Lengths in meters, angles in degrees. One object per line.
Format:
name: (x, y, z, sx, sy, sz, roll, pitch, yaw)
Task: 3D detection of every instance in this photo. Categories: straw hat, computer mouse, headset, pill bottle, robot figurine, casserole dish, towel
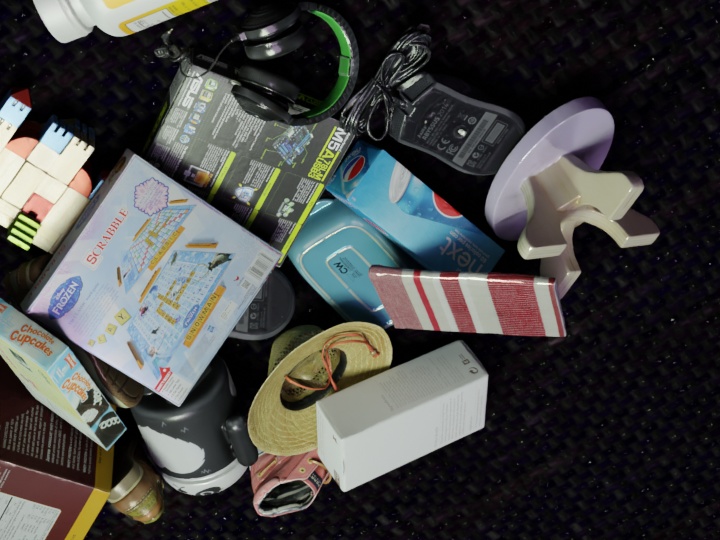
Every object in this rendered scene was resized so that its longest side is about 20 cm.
straw hat: (-0.063, 0.113, 1.736, 0.201, 0.085, 0.201, -24, 140, -22)
computer mouse: (0.088, -0.170, 1.559, 0.200, 0.053, 0.139, 25, 119, -26)
headset: (-0.099, -0.210, 1.487, 0.200, 0.094, 0.124, -1, 104, -32)
pill bottle: (-0.205, -0.288, 1.403, 0.200, 0.113, 0.113, -20, 127, 9)
robot figurine: (-0.200, 0.173, 1.748, 0.125, 0.150, 0.200, -20, 128, -6)
casserole dish: (0.000, 0.000, 1.693, 0.121, 0.039, 0.200, -31, 123, 17)
towel: (0.119, 0.032, 1.621, 0.200, 0.023, 0.144, 3, 156, 15)
computer mouse: (-0.172, 0.024, 1.660, 0.200, 0.053, 0.139, 10, 84, -21)

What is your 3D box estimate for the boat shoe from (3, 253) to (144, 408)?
boat shoe: (-0.312, 0.071, 1.620, 0.076, 0.072, 0.200, -20, 113, 27)

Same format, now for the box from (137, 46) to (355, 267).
box: (-0.131, -0.116, 1.586, 0.193, 0.048, 0.200, 17, 123, -21)

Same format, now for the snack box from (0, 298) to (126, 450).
snack box: (-0.326, 0.109, 1.574, 0.037, 0.116, 0.200, -50, 154, -18)

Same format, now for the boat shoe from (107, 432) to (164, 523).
boat shoe: (-0.271, 0.250, 1.755, 0.072, 0.200, 0.068, -42, 104, -1)

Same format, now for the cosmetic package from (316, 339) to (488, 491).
cosmetic package: (0.049, 0.169, 1.756, 0.200, 0.074, 0.102, -20, 137, -20)

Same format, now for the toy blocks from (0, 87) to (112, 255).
toy blocks: (-0.330, -0.105, 1.553, 0.200, 0.100, 0.137, 33, 106, -24)

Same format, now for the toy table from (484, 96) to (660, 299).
toy table: (0.221, -0.070, 1.581, 0.184, 0.117, 0.200, -14, 147, -24)

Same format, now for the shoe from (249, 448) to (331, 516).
shoe: (-0.046, 0.231, 1.831, 0.200, 0.091, 0.072, -26, 126, 14)

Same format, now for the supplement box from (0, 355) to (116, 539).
supplement box: (-0.397, 0.197, 1.701, 0.200, 0.197, 0.133, 20, 123, -21)

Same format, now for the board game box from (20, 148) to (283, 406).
board game box: (-0.217, 0.009, 1.564, 0.199, 0.041, 0.200, 35, 89, -25)

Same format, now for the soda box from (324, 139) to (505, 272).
soda box: (0.061, -0.056, 1.626, 0.200, 0.064, 0.068, 37, 87, -29)
